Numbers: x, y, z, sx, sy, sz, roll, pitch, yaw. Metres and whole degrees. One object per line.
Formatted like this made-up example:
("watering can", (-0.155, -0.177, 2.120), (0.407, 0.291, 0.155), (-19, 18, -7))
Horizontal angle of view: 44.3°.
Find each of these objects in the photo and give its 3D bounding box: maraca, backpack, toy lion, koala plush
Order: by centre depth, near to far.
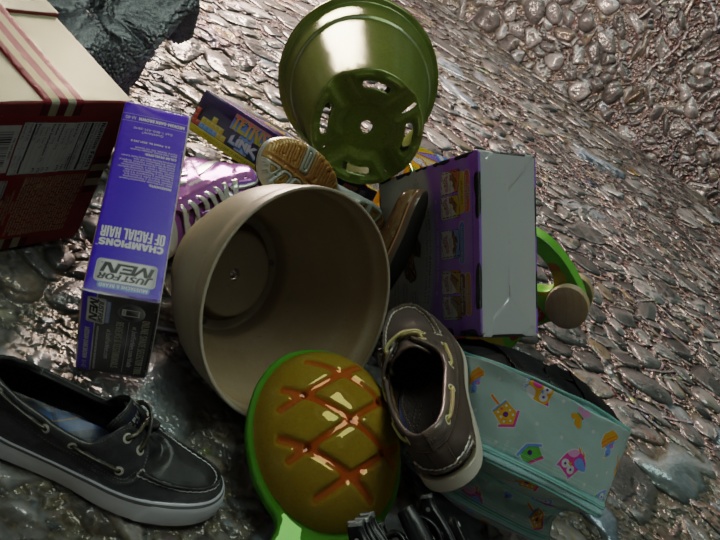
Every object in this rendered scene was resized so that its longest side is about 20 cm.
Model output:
("maraca", (-0.027, 0.157, 0.697), (0.134, 0.107, 0.204), (7, 59, -21))
("backpack", (0.135, 0.148, 0.787), (0.173, 0.156, 0.200), (29, -13, -12))
("koala plush", (-0.293, -0.229, 0.957), (0.175, 0.200, 0.186), (27, 55, -10))
("toy lion", (0.138, 0.017, 1.013), (0.193, 0.199, 0.069), (53, 27, 1))

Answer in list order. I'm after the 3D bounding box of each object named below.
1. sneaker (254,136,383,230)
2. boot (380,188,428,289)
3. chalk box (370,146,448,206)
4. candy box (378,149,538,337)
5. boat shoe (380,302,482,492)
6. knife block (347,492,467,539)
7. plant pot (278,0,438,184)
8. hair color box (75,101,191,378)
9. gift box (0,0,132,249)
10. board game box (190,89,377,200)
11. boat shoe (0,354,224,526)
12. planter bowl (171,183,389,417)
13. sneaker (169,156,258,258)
("sneaker", (-0.059, -0.075, 0.907), (0.087, 0.077, 0.200), (24, -9, 37))
("boot", (0.000, 0.000, 0.875), (0.075, 0.203, 0.073), (33, 17, 17))
("chalk box", (0.113, -0.069, 1.198), (0.196, 0.126, 0.125), (20, 29, -22))
("candy box", (0.092, -0.019, 0.898), (0.070, 0.172, 0.199), (1, -4, -27))
("boat shoe", (0.049, 0.084, 0.714), (0.060, 0.071, 0.202), (59, 12, -32))
("knife block", (0.060, 0.255, 0.592), (0.176, 0.063, 0.202), (48, 18, -30))
("plant pot", (0.003, -0.187, 0.989), (0.197, 0.202, 0.191), (25, 22, -15))
("hair color box", (-0.189, -0.028, 0.741), (0.063, 0.110, 0.203), (9, 51, -14))
("gift box", (-0.338, -0.143, 0.758), (0.187, 0.186, 0.199), (45, 25, 20))
("board game box", (-0.091, -0.136, 1.089), (0.198, 0.057, 0.165), (34, 7, 16))
("boat shoe", (-0.180, 0.115, 0.630), (0.197, 0.067, 0.070), (27, 27, -11))
("planter bowl", (-0.089, 0.016, 0.791), (0.197, 0.205, 0.133), (7, 8, -41))
("sneaker", (-0.157, -0.069, 0.911), (0.111, 0.074, 0.202), (4, 30, 2))
